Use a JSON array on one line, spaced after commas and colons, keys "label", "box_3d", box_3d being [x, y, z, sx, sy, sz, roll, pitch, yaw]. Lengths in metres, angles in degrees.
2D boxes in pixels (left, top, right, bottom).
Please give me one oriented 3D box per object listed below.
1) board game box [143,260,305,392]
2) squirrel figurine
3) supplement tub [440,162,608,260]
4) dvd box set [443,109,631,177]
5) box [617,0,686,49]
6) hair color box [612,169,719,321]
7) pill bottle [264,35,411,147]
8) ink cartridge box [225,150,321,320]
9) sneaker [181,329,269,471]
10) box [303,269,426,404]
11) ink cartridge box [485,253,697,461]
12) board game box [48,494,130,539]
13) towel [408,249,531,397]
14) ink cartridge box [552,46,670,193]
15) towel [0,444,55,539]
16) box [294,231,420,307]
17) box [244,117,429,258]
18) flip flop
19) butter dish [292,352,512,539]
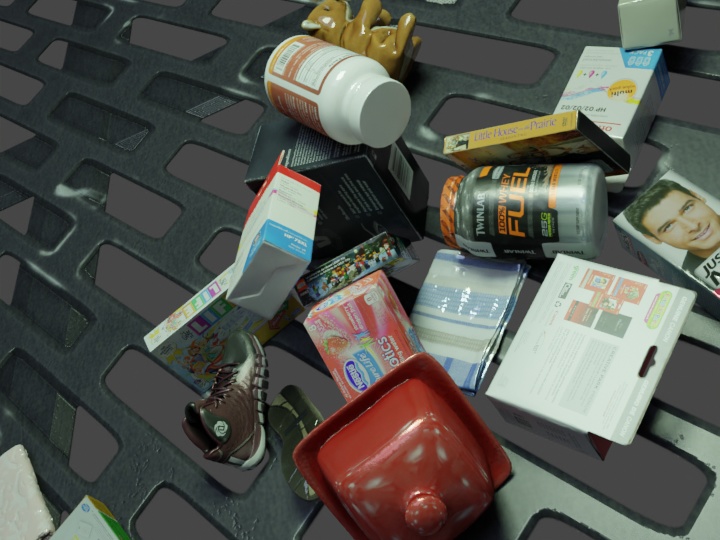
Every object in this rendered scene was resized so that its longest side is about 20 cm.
[{"label": "board game box", "box_3d": [-0.194, 0.076, 1.218, 0.200, 0.135, 0.034, -39, 47, 0]}, {"label": "squirrel figurine", "box_3d": [-0.016, -0.359, 1.403, 0.186, 0.142, 0.201, 24, 99, 8]}, {"label": "supplement tub", "box_3d": [0.212, -0.076, 1.087, 0.198, 0.123, 0.123, 1, 58, 26]}, {"label": "dvd box set", "box_3d": [0.230, -0.152, 1.098, 0.199, 0.146, 0.030, -4, 70, 42]}, {"label": "box", "box_3d": [0.419, -0.390, 1.194, 0.082, 0.069, 0.200, -4, 35, 25]}, {"label": "hair color box", "box_3d": [0.406, -0.024, 0.986, 0.099, 0.061, 0.200, -41, 46, -1]}, {"label": "pill bottle", "box_3d": [-0.029, -0.230, 1.089, 0.112, 0.112, 0.200, -48, 47, -9]}, {"label": "ink cartridge box", "box_3d": [-0.108, -0.051, 1.083, 0.116, 0.067, 0.201, -53, 20, 36]}, {"label": "sneaker", "box_3d": [-0.187, 0.165, 1.134, 0.075, 0.115, 0.201, -28, 57, 35]}, {"label": "box", "box_3d": [0.026, 0.115, 1.009, 0.102, 0.201, 0.095, -28, 8, 11]}, {"label": "ink cartridge box", "box_3d": [0.270, 0.101, 0.958, 0.175, 0.084, 0.201, 18, 68, 39]}, {"label": "board game box", "box_3d": [-0.398, 0.434, 1.143, 0.200, 0.040, 0.153, -49, 48, -9]}, {"label": "towel", "box_3d": [0.128, 0.062, 1.114, 0.146, 0.024, 0.201, 10, 64, 36]}, {"label": "ink cartridge box", "box_3d": [0.335, -0.212, 1.158, 0.115, 0.068, 0.201, 13, 65, 37]}, {"label": "towel", "box_3d": [-0.560, 0.393, 1.275, 0.191, 0.032, 0.200, -44, 47, -3]}, {"label": "box", "box_3d": [0.000, 0.000, 1.125, 0.136, 0.200, 0.038, -27, 84, 10]}, {"label": "box", "box_3d": [-0.029, -0.129, 1.225, 0.199, 0.197, 0.118, -9, 53, 25]}, {"label": "flip flop", "box_3d": [-0.069, 0.224, 1.096, 0.081, 0.058, 0.200, -44, 32, 2]}, {"label": "butter dish", "box_3d": [0.057, 0.228, 0.895, 0.199, 0.200, 0.148, -37, 15, 1]}]
